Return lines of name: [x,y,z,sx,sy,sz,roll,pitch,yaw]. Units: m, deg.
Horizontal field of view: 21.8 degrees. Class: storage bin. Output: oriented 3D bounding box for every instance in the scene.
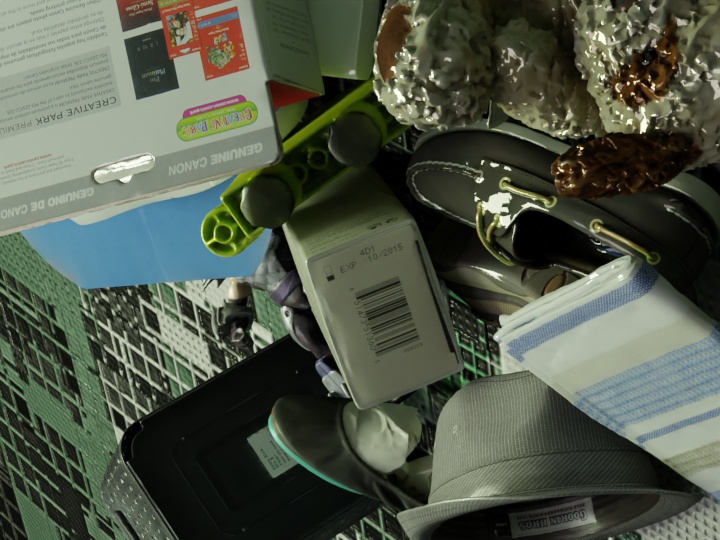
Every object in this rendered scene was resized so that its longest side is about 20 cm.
storage bin: [-0.075,0.146,1.377,0.135,0.200,0.094,54,152,12]

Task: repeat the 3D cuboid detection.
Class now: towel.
towel: [0.180,0.068,0.992,0.200,0.024,0.147,35,153,-11]

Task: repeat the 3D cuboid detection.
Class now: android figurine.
android figurine: [-0.017,-0.075,1.116,0.041,0.182,0.200,54,-169,-6]

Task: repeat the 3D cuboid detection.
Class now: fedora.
fedora: [0.108,0.111,1.126,0.200,0.176,0.091,124,142,-67]

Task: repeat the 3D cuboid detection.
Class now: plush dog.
plush dog: [0.130,-0.110,0.876,0.160,0.200,0.172,36,-177,-44]

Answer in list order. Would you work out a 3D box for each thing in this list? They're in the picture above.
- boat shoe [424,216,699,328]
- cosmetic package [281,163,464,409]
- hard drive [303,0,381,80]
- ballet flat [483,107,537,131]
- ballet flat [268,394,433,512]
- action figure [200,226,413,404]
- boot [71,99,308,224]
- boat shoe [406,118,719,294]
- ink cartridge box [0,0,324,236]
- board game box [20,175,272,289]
boat shoe: [0.123,0.012,1.084,0.200,0.074,0.073,25,154,50]
cosmetic package: [0.000,0.000,1.176,0.200,0.071,0.106,-119,9,-71]
hard drive: [-0.077,-0.191,1.127,0.199,0.025,0.133,10,97,28]
ballet flat: [0.088,-0.139,1.013,0.067,0.046,0.200,47,149,24]
ballet flat: [0.032,0.131,1.276,0.200,0.068,0.068,35,123,-23]
action figure: [-0.040,0.022,1.333,0.200,0.069,0.130,47,126,6]
boot: [-0.135,-0.097,1.159,0.199,0.074,0.096,-20,122,30]
boat shoe: [0.100,-0.032,1.023,0.201,0.061,0.072,15,149,37]
ink cartridge box: [-0.132,-0.122,1.081,0.199,0.084,0.177,-12,85,21]
board game box: [-0.149,-0.067,1.261,0.199,0.039,0.159,-5,122,22]
